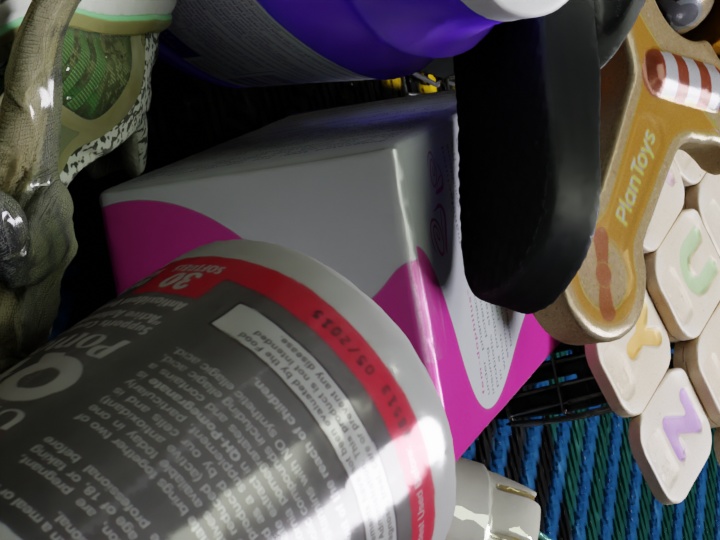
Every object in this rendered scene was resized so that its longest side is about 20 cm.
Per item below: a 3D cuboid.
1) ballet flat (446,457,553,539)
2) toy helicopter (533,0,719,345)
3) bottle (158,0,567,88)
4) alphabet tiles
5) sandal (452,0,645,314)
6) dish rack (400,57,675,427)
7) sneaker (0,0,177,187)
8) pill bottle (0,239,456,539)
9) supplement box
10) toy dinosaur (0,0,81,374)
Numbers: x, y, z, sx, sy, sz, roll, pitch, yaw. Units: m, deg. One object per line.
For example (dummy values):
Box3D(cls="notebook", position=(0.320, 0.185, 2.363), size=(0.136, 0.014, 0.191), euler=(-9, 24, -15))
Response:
Box3D(cls="ballet flat", position=(0.048, 0.109, 0.887), size=(0.200, 0.070, 0.068), euler=(44, 39, -49))
Box3D(cls="toy helicopter", position=(0.095, -0.067, 0.786), size=(0.132, 0.079, 0.201), euler=(43, 54, -33))
Box3D(cls="bottle", position=(-0.007, -0.099, 0.721), size=(0.083, 0.199, 0.066), euler=(32, 74, -30))
Box3D(cls="alphabet tiles", position=(0.134, -0.011, 0.886), size=(0.201, 0.015, 0.196), euler=(62, 40, -19))
Box3D(cls="sandal", position=(0.064, -0.077, 0.718), size=(0.048, 0.075, 0.202), euler=(15, 63, -22))
Box3D(cls="dish rack", position=(0.090, -0.037, 0.970), size=(0.054, 0.153, 0.202), euler=(3, 74, -51))
Box3D(cls="sneaker", position=(-0.104, -0.043, 0.648), size=(0.200, 0.076, 0.089), euler=(-31, 117, -62))
Box3D(cls="pill bottle", position=(-0.073, 0.081, 0.551), size=(0.200, 0.110, 0.111), euler=(-36, 111, -44))
Box3D(cls="supplement box", position=(0.000, 0.000, 0.768), size=(0.200, 0.103, 0.102), euler=(-34, 115, -72))
Box3D(cls="toy dinosaur", position=(-0.100, -0.006, 0.594), size=(0.088, 0.047, 0.201), euler=(-34, 148, -51))
